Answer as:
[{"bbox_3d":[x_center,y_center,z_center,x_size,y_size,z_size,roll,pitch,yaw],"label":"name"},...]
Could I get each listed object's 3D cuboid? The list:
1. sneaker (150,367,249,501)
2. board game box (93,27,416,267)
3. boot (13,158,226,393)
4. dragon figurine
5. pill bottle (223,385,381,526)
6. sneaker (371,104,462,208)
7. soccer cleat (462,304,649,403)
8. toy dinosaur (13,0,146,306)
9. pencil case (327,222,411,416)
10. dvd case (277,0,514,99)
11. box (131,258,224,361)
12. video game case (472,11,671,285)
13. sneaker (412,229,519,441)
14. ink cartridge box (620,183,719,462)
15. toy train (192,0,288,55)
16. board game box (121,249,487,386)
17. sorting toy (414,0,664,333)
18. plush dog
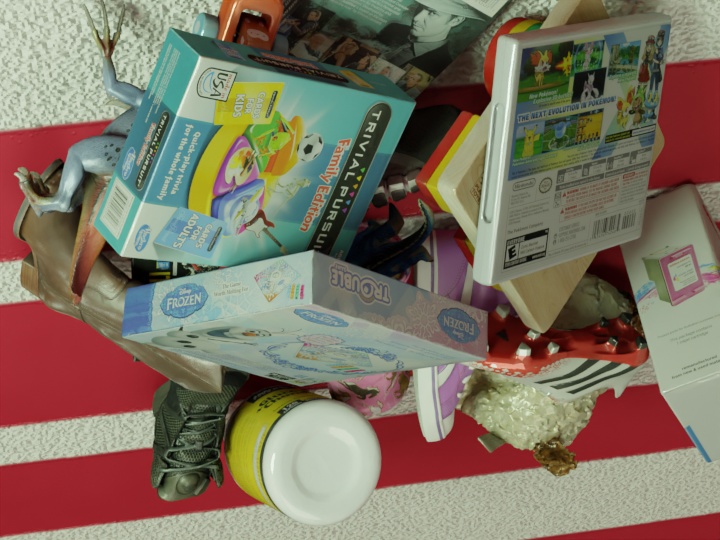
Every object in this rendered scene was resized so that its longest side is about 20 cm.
[{"bbox_3d":[-0.146,0.143,1.448,0.075,0.116,0.199,2,159,-20],"label":"sneaker"},{"bbox_3d":[-0.072,-0.077,1.127,0.199,0.047,0.152,6,117,-42],"label":"board game box"},{"bbox_3d":[-0.180,0.013,1.278,0.199,0.064,0.187,33,152,8],"label":"boot"},{"bbox_3d":[0.000,0.000,1.274,0.099,0.059,0.200,-40,-171,-21],"label":"dragon figurine"},{"bbox_3d":[-0.063,0.166,1.479,0.111,0.113,0.200,5,180,-21],"label":"pill bottle"},{"bbox_3d":[-0.018,-0.104,1.228,0.198,0.076,0.116,-26,125,0],"label":"sneaker"},{"bbox_3d":[0.161,0.080,1.397,0.198,0.069,0.086,0,131,-22],"label":"soccer cleat"},{"bbox_3d":[-0.157,-0.093,1.172,0.180,0.202,0.105,-25,166,0],"label":"toy dinosaur"},{"bbox_3d":[0.006,0.048,1.440,0.086,0.083,0.201,-10,141,-9],"label":"pencil case"},{"bbox_3d":[0.005,-0.179,1.212,0.145,0.022,0.200,21,132,-34],"label":"dvd case"},{"bbox_3d":[-0.120,-0.001,1.375,0.158,0.050,0.201,-2,141,-8],"label":"box"},{"bbox_3d":[0.162,-0.095,1.202,0.199,0.022,0.184,-16,118,-44],"label":"video game case"},{"bbox_3d":[0.103,0.062,1.430,0.113,0.073,0.203,0,113,-3],"label":"sneaker"},{"bbox_3d":[0.304,0.046,1.426,0.084,0.202,0.145,-21,141,17],"label":"ink cartridge box"},{"bbox_3d":[-0.120,-0.205,1.082,0.198,0.056,0.151,16,111,-29],"label":"toy train"},{"bbox_3d":[-0.040,0.041,1.200,0.198,0.044,0.199,-10,160,40],"label":"board game box"},{"bbox_3d":[0.136,-0.091,1.246,0.200,0.069,0.200,-55,139,-16],"label":"sorting toy"},{"bbox_3d":[0.185,0.081,1.499,0.198,0.161,0.173,13,111,-29],"label":"plush dog"}]
